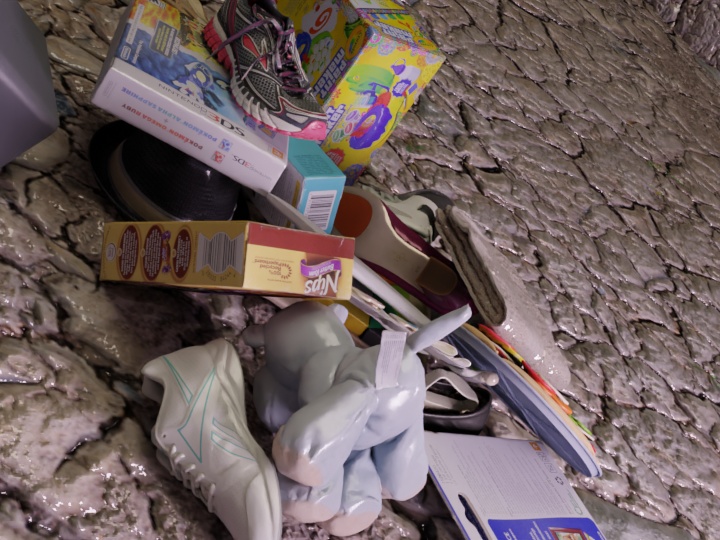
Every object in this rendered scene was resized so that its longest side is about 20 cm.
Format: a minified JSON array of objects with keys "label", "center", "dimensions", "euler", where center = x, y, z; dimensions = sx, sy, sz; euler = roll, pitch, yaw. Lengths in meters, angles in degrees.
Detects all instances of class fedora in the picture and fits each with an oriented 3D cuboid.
[{"label":"fedora","center":[-0.167,-0.108,1.267],"dimensions":[0.200,0.092,0.201],"euler":[28,28,-16]}]

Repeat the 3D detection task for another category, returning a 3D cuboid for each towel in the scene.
[{"label":"towel","center":[0.141,0.022,1.294],"dimensions":[0.132,0.034,0.200],"euler":[41,17,-38]}]

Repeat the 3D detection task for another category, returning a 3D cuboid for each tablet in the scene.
[{"label":"tablet","center":[0.000,0.000,1.217],"dimensions":[0.130,0.014,0.200],"euler":[41,1,40]}]

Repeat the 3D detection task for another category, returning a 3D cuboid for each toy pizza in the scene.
[{"label":"toy pizza","center":[0.155,0.112,1.203],"dimensions":[0.200,0.032,0.200],"euler":[46,-5,5]}]

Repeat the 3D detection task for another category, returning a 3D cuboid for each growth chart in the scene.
[{"label":"growth chart","center":[0.035,0.048,1.162],"dimensions":[0.200,0.018,0.145],"euler":[34,-5,-16]}]

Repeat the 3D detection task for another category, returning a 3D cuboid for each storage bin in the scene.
[{"label":"storage bin","center":[-0.349,-0.183,1.145],"dimensions":[0.134,0.145,0.200],"euler":[51,12,-42]}]

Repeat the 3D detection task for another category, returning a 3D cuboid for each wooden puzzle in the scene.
[{"label":"wooden puzzle","center":[-0.013,0.020,1.317],"dimensions":[0.200,0.037,0.185],"euler":[31,27,-11]}]

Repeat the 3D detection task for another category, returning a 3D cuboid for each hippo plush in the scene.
[{"label":"hippo plush","center":[-0.037,0.096,1.035],"dimensions":[0.159,0.200,0.161],"euler":[-16,38,-39]}]

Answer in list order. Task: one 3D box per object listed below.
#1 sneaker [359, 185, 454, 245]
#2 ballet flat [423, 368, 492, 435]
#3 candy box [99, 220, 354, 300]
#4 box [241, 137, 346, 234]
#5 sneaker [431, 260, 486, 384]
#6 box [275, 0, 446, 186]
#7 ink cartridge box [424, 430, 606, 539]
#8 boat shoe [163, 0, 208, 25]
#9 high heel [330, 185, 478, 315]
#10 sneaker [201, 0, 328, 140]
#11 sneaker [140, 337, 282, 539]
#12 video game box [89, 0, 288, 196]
[{"label":"sneaker","center":[0.053,-0.041,1.450],"dimensions":[0.200,0.074,0.089],"euler":[-3,43,-48]},{"label":"ballet flat","center":[0.041,0.108,1.206],"dimensions":[0.200,0.068,0.068],"euler":[17,35,-34]},{"label":"candy box","center":[-0.115,-0.009,1.088],"dimensions":[0.116,0.057,0.200],"euler":[8,-6,-44]},{"label":"box","center":[-0.089,-0.114,1.344],"dimensions":[0.049,0.082,0.200],"euler":[-5,38,-31]},{"label":"sneaker","center":[0.135,0.062,1.406],"dimensions":[0.099,0.078,0.200],"euler":[34,30,-29]},{"label":"box","center":[-0.041,-0.240,1.516],"dimensions":[0.122,0.200,0.193],"euler":[9,38,-44]},{"label":"ink cartridge box","center":[0.138,0.232,1.159],"dimensions":[0.200,0.047,0.198],"euler":[9,39,-42]},{"label":"boat shoe","center":[-0.202,-0.263,1.512],"dimensions":[0.064,0.071,0.200],"euler":[6,32,-36]},{"label":"high heel","center":[0.038,-0.015,1.345],"dimensions":[0.200,0.067,0.096],"euler":[42,0,29]},{"label":"sneaker","center":[-0.086,-0.197,1.224],"dimensions":[0.081,0.075,0.200],"euler":[8,40,-46]},{"label":"sneaker","center":[-0.113,0.143,0.981],"dimensions":[0.080,0.071,0.201],"euler":[-8,52,-22]},{"label":"video game box","center":[-0.152,-0.173,1.237],"dimensions":[0.182,0.047,0.200],"euler":[30,27,-19]}]
